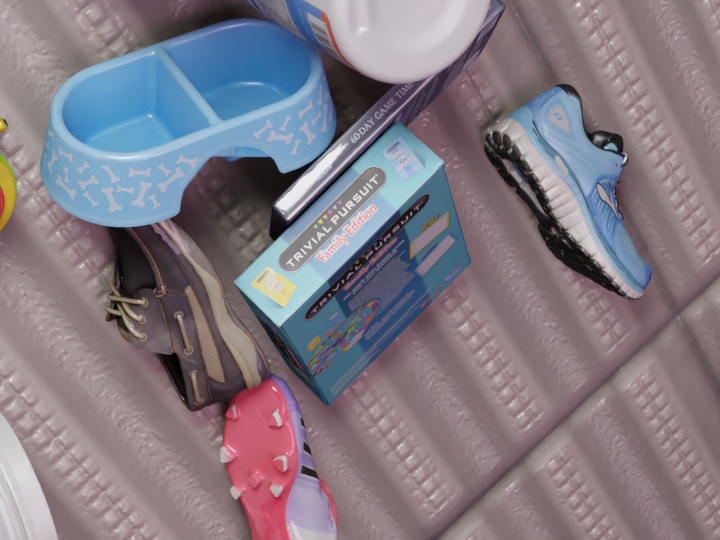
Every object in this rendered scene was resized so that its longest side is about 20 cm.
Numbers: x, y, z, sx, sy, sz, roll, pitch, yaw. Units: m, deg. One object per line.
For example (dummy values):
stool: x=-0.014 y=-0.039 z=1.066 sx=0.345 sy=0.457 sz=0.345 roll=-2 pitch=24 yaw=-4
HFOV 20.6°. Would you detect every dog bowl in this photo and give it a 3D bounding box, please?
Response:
dog bowl: x=-0.108 y=-0.099 z=1.246 sx=0.199 sy=0.112 sz=0.050 roll=-22 pitch=141 yaw=-23

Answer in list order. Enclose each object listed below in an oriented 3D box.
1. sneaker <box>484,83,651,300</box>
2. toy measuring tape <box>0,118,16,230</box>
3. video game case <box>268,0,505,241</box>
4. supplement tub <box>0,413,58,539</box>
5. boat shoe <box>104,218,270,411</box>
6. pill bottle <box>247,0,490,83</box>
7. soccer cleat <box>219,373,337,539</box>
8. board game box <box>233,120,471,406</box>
sneaker: x=0.177 y=-0.057 z=1.479 sx=0.090 sy=0.078 sz=0.200 roll=-45 pitch=128 yaw=-10
toy measuring tape: x=-0.263 y=-0.015 z=1.223 sx=0.073 sy=0.073 sz=0.201 roll=18 pitch=102 yaw=-37
video game case: x=0.015 y=-0.098 z=1.328 sx=0.200 sy=0.143 sz=0.019 roll=-44 pitch=88 yaw=-7
supplement tub: x=-0.302 y=0.178 z=1.240 sx=0.199 sy=0.144 sz=0.145 roll=-23 pitch=122 yaw=-22
boat shoe: x=-0.130 y=0.023 z=1.322 sx=0.073 sy=0.074 sz=0.201 roll=-39 pitch=126 yaw=-11
pill bottle: x=-0.015 y=-0.195 z=1.211 sx=0.111 sy=0.200 sz=0.113 roll=-14 pitch=120 yaw=-26
soccer cleat: x=-0.054 y=0.157 z=1.451 sx=0.076 sy=0.066 sz=0.202 roll=-40 pitch=129 yaw=-50
board game box: x=0.000 y=0.000 z=1.349 sx=0.151 sy=0.047 sz=0.200 roll=-45 pitch=161 yaw=-8
